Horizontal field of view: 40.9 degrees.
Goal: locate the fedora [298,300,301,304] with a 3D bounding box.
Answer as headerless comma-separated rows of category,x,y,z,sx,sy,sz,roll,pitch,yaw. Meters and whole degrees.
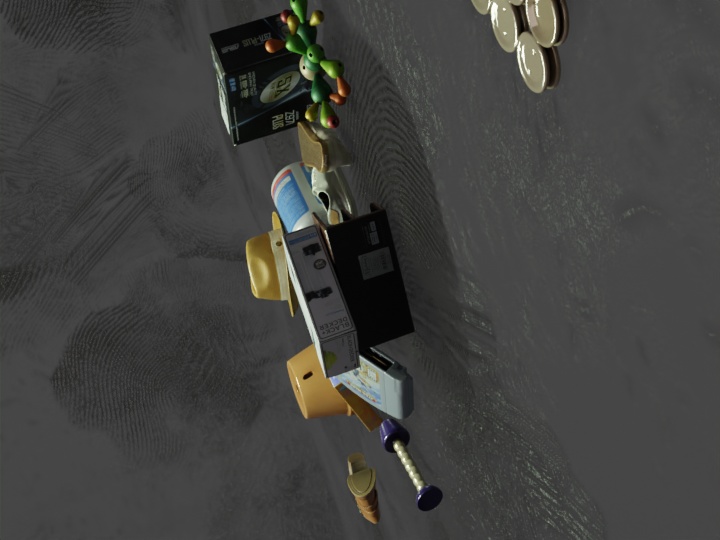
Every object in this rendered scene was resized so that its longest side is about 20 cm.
fedora,-0.091,0.038,1.978,0.202,0.081,0.201,56,172,11

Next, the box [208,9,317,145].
box,-0.160,-0.322,1.626,0.201,0.161,0.087,95,153,-62

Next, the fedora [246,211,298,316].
fedora,-0.169,-0.007,1.800,0.201,0.080,0.205,169,90,-82

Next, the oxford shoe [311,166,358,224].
oxford shoe,-0.061,-0.158,1.678,0.076,0.057,0.202,83,166,-54

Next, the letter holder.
letter holder,0.000,0.000,1.527,0.142,0.099,0.204,-135,28,-70

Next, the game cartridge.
game cartridge,0.009,0.177,1.698,0.198,0.041,0.135,31,143,28

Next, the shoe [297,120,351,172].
shoe,-0.065,-0.207,1.625,0.200,0.052,0.071,-128,32,-62

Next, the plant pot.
plant pot,-0.083,0.251,2.212,0.200,0.137,0.204,161,90,-78

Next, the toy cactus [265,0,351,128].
toy cactus,-0.077,-0.310,1.467,0.165,0.101,0.203,-124,8,-84

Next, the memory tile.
memory tile,0.124,-0.251,0.742,0.202,0.016,0.155,89,160,-54

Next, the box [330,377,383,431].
box,-0.027,0.235,2.008,0.201,0.041,0.120,53,-176,-41

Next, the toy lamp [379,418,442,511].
toy lamp,0.087,0.346,1.757,0.201,0.057,0.059,-126,21,-51

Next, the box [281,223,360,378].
box,-0.060,0.046,1.471,0.117,0.059,0.203,85,166,-58

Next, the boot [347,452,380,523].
boot,0.017,0.561,2.393,0.200,0.072,0.158,-104,0,-75

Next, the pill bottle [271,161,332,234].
pill bottle,-0.083,-0.094,1.739,0.114,0.110,0.202,84,164,-48
